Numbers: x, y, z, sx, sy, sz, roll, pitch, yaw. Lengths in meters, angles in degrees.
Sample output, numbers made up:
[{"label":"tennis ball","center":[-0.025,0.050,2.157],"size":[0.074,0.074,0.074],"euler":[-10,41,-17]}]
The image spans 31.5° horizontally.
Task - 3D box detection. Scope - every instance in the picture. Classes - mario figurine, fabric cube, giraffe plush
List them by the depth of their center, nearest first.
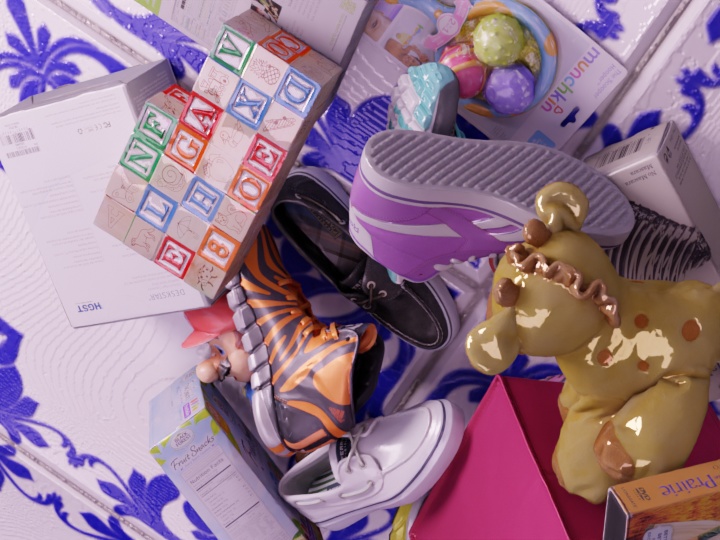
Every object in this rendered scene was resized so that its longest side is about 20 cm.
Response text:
[{"label":"giraffe plush","center":[0.148,0.040,0.836],"size":[0.161,0.174,0.200],"euler":[27,142,-11]},{"label":"fabric cube","center":[0.181,0.224,0.989],"size":[0.197,0.201,0.197],"euler":[8,129,-24]},{"label":"mario figurine","center":[-0.096,0.107,1.143],"size":[0.123,0.106,0.201],"euler":[-29,106,35]}]

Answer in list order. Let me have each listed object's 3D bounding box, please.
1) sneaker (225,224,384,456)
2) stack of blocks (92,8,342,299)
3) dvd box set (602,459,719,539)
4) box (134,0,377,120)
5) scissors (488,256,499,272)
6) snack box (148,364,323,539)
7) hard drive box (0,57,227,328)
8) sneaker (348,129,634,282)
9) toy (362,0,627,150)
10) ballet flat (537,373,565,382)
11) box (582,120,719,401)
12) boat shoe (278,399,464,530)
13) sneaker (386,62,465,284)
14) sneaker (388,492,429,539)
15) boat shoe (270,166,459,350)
[{"label":"sneaker","center":[-0.040,0.043,1.049],"size":[0.111,0.077,0.203],"euler":[-21,76,24]},{"label":"stack of blocks","center":[-0.111,-0.094,0.976],"size":[0.114,0.059,0.201],"euler":[32,117,2]},{"label":"dvd box set","center":[0.251,0.181,0.833],"size":[0.197,0.029,0.148],"euler":[-10,124,-14]},{"label":"box","center":[-0.089,-0.219,0.969],"size":[0.199,0.036,0.145],"euler":[33,144,1]},{"label":"scissors","center":[0.191,0.012,1.020],"size":[0.198,0.014,0.074],"euler":[28,123,8]},{"label":"snack box","center":[-0.110,0.197,1.160],"size":[0.067,0.169,0.201],"euler":[-38,103,-2]},{"label":"hard drive box","center":[-0.210,-0.062,1.103],"size":[0.154,0.077,0.202],"euler":[-8,111,27]},{"label":"sneaker","center":[0.089,-0.034,0.918],"size":[0.198,0.073,0.115],"euler":[13,138,-3]},{"label":"toy","center":[0.083,-0.163,0.945],"size":[0.199,0.047,0.115],"euler":[40,127,-2]},{"label":"ballet flat","center":[0.136,0.145,1.097],"size":[0.071,0.069,0.201],"euler":[39,128,22]},{"label":"box","center":[0.239,-0.003,0.958],"size":[0.082,0.068,0.201],"euler":[-24,106,33]},{"label":"boat shoe","center":[0.003,0.161,1.053],"size":[0.066,0.074,0.200],"euler":[25,133,-25]},{"label":"sneaker","center":[0.065,-0.077,0.978],"size":[0.090,0.078,0.201],"euler":[-6,139,-11]},{"label":"sneaker","center":[0.076,0.299,1.192],"size":[0.084,0.074,0.202],"euler":[8,121,27]},{"label":"boat shoe","center":[0.000,0.000,1.068],"size":[0.200,0.057,0.069],"euler":[45,125,-6]}]
